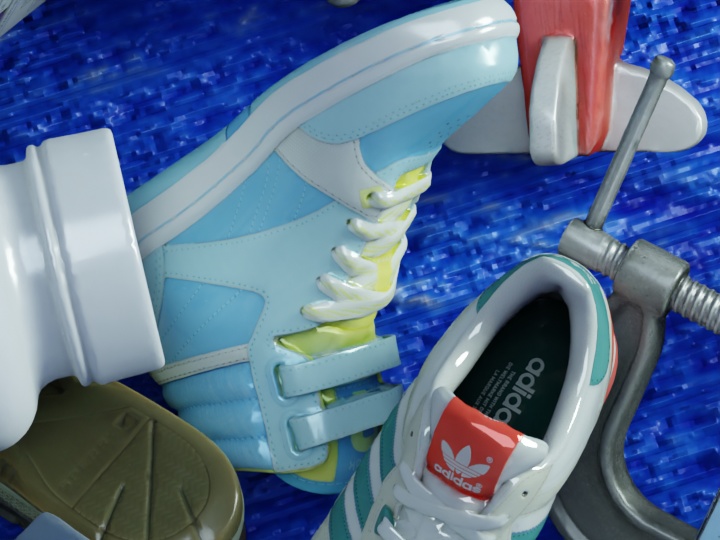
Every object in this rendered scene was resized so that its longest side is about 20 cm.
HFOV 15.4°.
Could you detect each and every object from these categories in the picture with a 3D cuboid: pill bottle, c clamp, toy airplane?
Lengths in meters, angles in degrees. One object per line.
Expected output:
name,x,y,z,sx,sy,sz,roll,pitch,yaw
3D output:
pill bottle,-0.169,0.015,0.870,0.199,0.111,0.112,-13,74,-5
c clamp,0.142,0.051,0.910,0.200,0.027,0.171,34,112,14
toy airplane,0.070,-0.134,0.947,0.200,0.141,0.199,-43,70,3

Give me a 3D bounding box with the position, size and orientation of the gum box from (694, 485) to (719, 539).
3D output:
gum box,0.203,0.125,0.870,0.199,0.045,0.171,25,116,8

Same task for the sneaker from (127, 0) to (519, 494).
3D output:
sneaker,0.000,0.000,0.921,0.200,0.079,0.131,-34,79,35

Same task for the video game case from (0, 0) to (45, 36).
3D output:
video game case,-0.131,-0.114,0.902,0.045,0.200,0.181,47,66,-3

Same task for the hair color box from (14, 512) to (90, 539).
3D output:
hair color box,-0.130,0.183,0.822,0.200,0.061,0.099,-45,111,-12

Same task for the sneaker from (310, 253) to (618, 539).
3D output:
sneaker,0.022,0.079,0.863,0.070,0.093,0.200,29,77,11

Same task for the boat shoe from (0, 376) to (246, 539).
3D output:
boat shoe,-0.117,0.058,0.944,0.200,0.066,0.072,33,65,30
